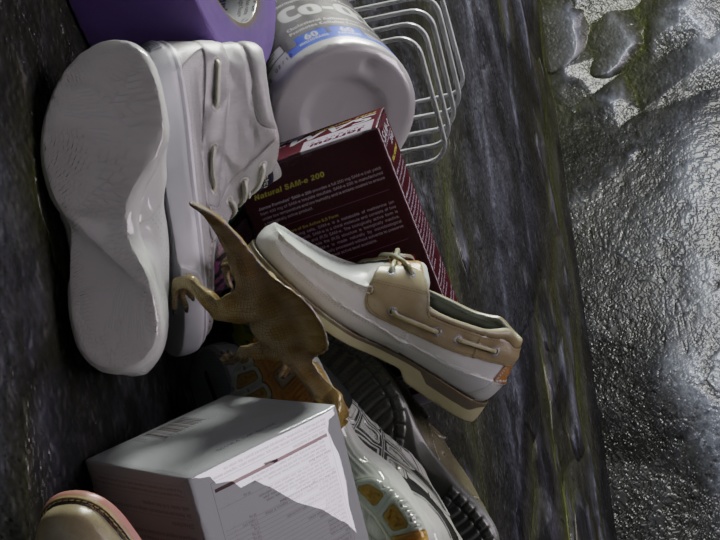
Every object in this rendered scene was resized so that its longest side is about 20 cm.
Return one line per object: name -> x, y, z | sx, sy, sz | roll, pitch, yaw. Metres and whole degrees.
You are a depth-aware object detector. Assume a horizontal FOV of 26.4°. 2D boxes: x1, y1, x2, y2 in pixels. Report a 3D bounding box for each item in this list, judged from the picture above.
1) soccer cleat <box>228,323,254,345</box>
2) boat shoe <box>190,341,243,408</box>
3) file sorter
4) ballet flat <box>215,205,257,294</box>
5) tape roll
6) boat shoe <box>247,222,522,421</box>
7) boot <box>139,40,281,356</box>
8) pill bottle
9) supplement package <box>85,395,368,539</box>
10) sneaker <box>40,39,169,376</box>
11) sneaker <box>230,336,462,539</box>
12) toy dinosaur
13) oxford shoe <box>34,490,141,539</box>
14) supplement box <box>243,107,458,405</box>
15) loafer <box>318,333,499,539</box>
soccer cleat -> -0.039, 0.071, 1.157 | 0.065, 0.083, 0.200 | -53, 142, -29
boat shoe -> -0.054, 0.136, 1.030 | 0.062, 0.072, 0.201 | -3, 64, -37
file sorter -> 0.025, -0.191, 1.517 | 0.200, 0.124, 0.139 | -71, 147, -62
ballet flat -> -0.095, -0.031, 1.115 | 0.200, 0.069, 0.071 | -58, 154, -62
tape roll -> -0.132, -0.226, 1.055 | 0.200, 0.085, 0.201 | -10, 90, -75
boat shoe -> 0.018, 0.019, 1.011 | 0.200, 0.068, 0.075 | 33, 13, -22
boot -> -0.091, -0.049, 0.988 | 0.073, 0.095, 0.201 | 15, -69, 58
pill bottle -> -0.040, -0.156, 1.180 | 0.200, 0.113, 0.114 | -122, -171, -56
supplement package -> -0.064, 0.188, 0.901 | 0.114, 0.109, 0.201 | -22, 104, -39
sneaker -> -0.147, -0.035, 0.933 | 0.088, 0.075, 0.201 | 52, 36, -82
sneaker -> -0.009, 0.125, 0.984 | 0.200, 0.076, 0.088 | 55, 20, 25
toy dinosaur -> -0.061, 0.016, 0.912 | 0.058, 0.101, 0.200 | -46, 126, -27
oxford shoe -> -0.133, 0.214, 0.786 | 0.074, 0.071, 0.201 | -31, 110, -71
supplement box -> 0.000, 0.000, 1.073 | 0.061, 0.108, 0.201 | -77, 147, -69
loafer -> 0.019, 0.124, 1.050 | 0.200, 0.075, 0.070 | 55, 5, 1
